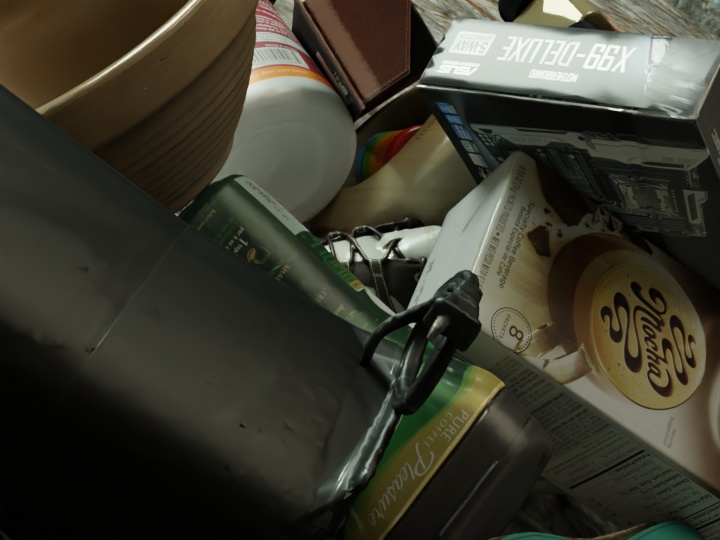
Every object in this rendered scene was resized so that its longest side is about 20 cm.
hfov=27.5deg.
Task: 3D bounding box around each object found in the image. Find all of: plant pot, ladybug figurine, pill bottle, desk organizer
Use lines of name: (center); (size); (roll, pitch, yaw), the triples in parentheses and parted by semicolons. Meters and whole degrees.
plant pot: (-0.121, -0.075, 0.660); (0.202, 0.199, 0.093); (-103, 167, -58)
ladybug figurine: (0.035, -0.056, 0.907); (0.072, 0.136, 0.200); (43, -10, -16)
pill bottle: (-0.089, -0.120, 0.903); (0.109, 0.110, 0.201); (14, 31, -40)
desk organizer: (0.008, -0.141, 0.897); (0.072, 0.077, 0.200); (58, -2, -3)

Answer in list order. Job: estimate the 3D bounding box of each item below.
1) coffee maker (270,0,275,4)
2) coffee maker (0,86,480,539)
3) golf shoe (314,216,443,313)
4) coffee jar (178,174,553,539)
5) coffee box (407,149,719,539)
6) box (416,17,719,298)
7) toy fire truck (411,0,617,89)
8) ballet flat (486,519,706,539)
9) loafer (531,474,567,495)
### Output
coffee maker: (-0.161, -0.273, 1.073); (0.198, 0.135, 0.193); (20, 26, -32)
coffee maker: (-0.090, 0.020, 0.505); (0.199, 0.193, 0.135); (34, 15, -4)
golf shoe: (0.000, 0.000, 0.813); (0.198, 0.095, 0.078); (20, 30, -28)
coffee jar: (-0.013, 0.055, 0.671); (0.199, 0.105, 0.085); (39, -3, 9)
coffee box: (0.125, 0.048, 0.756); (0.199, 0.080, 0.114); (33, 53, -12)
box: (0.140, -0.044, 0.773); (0.156, 0.050, 0.200); (13, -26, 36)
toy fire truck: (0.156, -0.103, 1.151); (0.199, 0.176, 0.129); (30, 17, -51)
ballet flat: (0.098, 0.159, 0.673); (0.199, 0.067, 0.068); (8, 42, -47)
loafer: (0.114, 0.098, 0.822); (0.198, 0.070, 0.071); (2, 57, -29)
